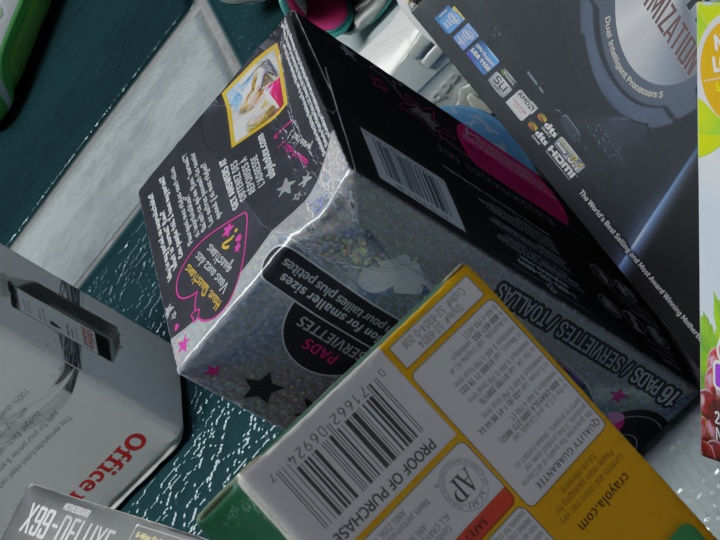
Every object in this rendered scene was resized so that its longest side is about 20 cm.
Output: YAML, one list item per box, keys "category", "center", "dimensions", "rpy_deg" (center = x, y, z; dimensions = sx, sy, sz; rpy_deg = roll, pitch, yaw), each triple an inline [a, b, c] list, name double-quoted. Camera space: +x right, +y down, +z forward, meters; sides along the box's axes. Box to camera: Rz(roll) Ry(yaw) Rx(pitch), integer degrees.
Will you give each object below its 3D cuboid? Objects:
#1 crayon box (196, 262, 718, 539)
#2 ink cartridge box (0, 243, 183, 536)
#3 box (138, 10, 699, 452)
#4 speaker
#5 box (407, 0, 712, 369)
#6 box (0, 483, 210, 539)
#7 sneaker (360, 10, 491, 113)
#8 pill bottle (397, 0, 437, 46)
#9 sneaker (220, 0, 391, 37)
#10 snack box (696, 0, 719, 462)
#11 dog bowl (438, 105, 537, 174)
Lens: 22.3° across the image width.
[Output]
- category: "crayon box"
  center: [0.057, 0.114, 0.630]
  dimensions: [0.126, 0.200, 0.052]
  rpy_deg: [-41, -3, -33]
- category: "ink cartridge box"
  center: [-0.223, 0.069, 1.065]
  dimensions: [0.147, 0.199, 0.083]
  rpy_deg: [-43, 32, 22]
- category: "box"
  center: [0.021, 0.011, 0.768]
  dimensions: [0.115, 0.199, 0.133]
  rpy_deg: [-48, 33, 20]
- category: "speaker"
  center: [-0.303, -0.221, 1.524]
  dimensions: [0.088, 0.088, 0.202]
  rpy_deg: [-9, 57, 51]
- category: "box"
  center: [0.139, -0.082, 0.703]
  dimensions: [0.160, 0.200, 0.043]
  rpy_deg: [-41, -5, 27]
- category: "box"
  center: [-0.092, 0.178, 0.696]
  dimensions: [0.199, 0.050, 0.159]
  rpy_deg: [7, 66, 45]
- category: "sneaker"
  center: [0.017, -0.089, 0.979]
  dimensions: [0.200, 0.076, 0.081]
  rpy_deg: [-38, 27, 22]
- category: "pill bottle"
  center: [0.092, -0.186, 0.818]
  dimensions: [0.200, 0.115, 0.117]
  rpy_deg: [127, 157, -59]
- category: "sneaker"
  center: [-0.036, -0.189, 1.132]
  dimensions: [0.199, 0.083, 0.121]
  rpy_deg: [-26, 35, 40]
- category: "snack box"
  center: [0.196, -0.002, 0.583]
  dimensions: [0.199, 0.067, 0.170]
  rpy_deg: [18, 115, 56]
- category: "dog bowl"
  center: [0.000, 0.000, 0.907]
  dimensions: [0.200, 0.049, 0.112]
  rpy_deg: [-45, 61, 21]
